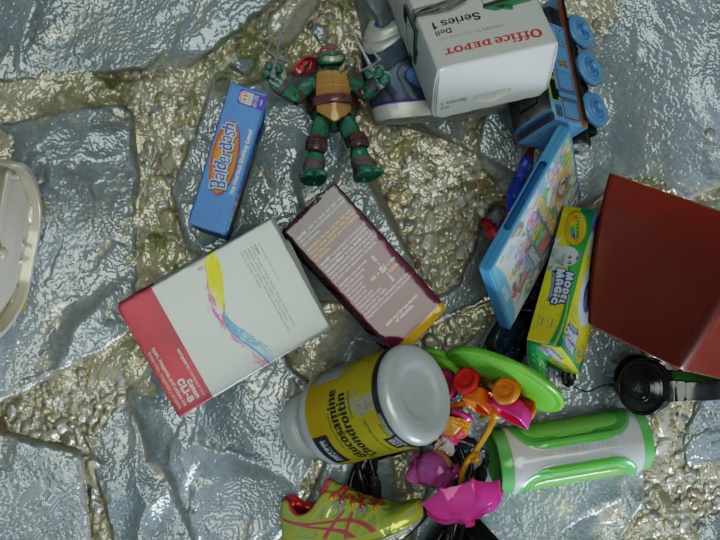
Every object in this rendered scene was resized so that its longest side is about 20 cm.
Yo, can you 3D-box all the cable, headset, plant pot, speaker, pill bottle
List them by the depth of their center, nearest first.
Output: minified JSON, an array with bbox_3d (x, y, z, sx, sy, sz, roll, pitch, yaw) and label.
[{"bbox_3d":[-0.001,0.162,1.050,0.111,0.199,0.114,21,58,-38],"label":"pill bottle"},{"bbox_3d":[0.384,0.017,1.082,0.198,0.199,0.178,15,101,-46],"label":"plant pot"},{"bbox_3d":[0.062,0.277,1.132,0.162,0.051,0.202,28,88,-2],"label":"cable"},{"bbox_3d":[0.354,0.129,1.143,0.197,0.123,0.096,0,89,13],"label":"headset"},{"bbox_3d":[0.262,0.226,1.143,0.197,0.088,0.090,-7,91,-7],"label":"speaker"}]

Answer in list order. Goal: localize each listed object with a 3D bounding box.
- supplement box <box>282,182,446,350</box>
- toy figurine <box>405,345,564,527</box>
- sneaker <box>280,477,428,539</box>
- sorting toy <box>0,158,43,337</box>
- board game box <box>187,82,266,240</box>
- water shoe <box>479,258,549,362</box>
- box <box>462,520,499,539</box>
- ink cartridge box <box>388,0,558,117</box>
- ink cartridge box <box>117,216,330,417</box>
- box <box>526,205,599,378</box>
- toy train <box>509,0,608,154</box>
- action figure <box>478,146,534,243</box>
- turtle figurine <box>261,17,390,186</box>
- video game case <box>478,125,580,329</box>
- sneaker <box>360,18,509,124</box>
[{"bbox_3d":[0.000,0.000,1.096,0.086,0.110,0.200,-43,95,-6],"label":"supplement box"},{"bbox_3d":[0.113,0.200,1.060,0.150,0.198,0.186,47,63,-46],"label":"toy figurine"},{"bbox_3d":[-0.015,0.291,1.089,0.197,0.078,0.092,-16,84,16],"label":"sneaker"},{"bbox_3d":[-0.473,-0.035,1.046,0.177,0.107,0.203,11,89,0],"label":"sorting toy"},{"bbox_3d":[-0.148,-0.115,1.032,0.044,0.200,0.154,17,87,-6],"label":"board game box"},{"bbox_3d":[0.217,0.042,1.140,0.071,0.079,0.202,25,87,-7],"label":"water shoe"},{"bbox_3d":[0.123,0.373,1.067,0.137,0.200,0.038,-45,94,-5],"label":"box"},{"bbox_3d":[0.122,-0.291,1.041,0.144,0.085,0.202,-14,63,-7],"label":"ink cartridge box"},{"bbox_3d":[-0.154,0.049,1.058,0.198,0.145,0.146,-30,94,-6],"label":"ink cartridge box"},{"bbox_3d":[0.253,0.038,1.106,0.048,0.117,0.202,12,75,29],"label":"box"},{"bbox_3d":[0.234,-0.240,1.109,0.113,0.086,0.203,8,68,-36],"label":"toy train"},{"bbox_3d":[0.192,-0.071,1.152,0.065,0.099,0.202,28,64,-4],"label":"action figure"},{"bbox_3d":[-0.032,-0.205,1.081,0.147,0.101,0.203,-9,80,11],"label":"turtle figurine"},{"bbox_3d":[0.203,-0.048,1.063,0.018,0.144,0.201,22,70,28],"label":"video game case"},{"bbox_3d":[0.098,-0.263,1.124,0.197,0.081,0.149,-7,90,-8],"label":"sneaker"}]
